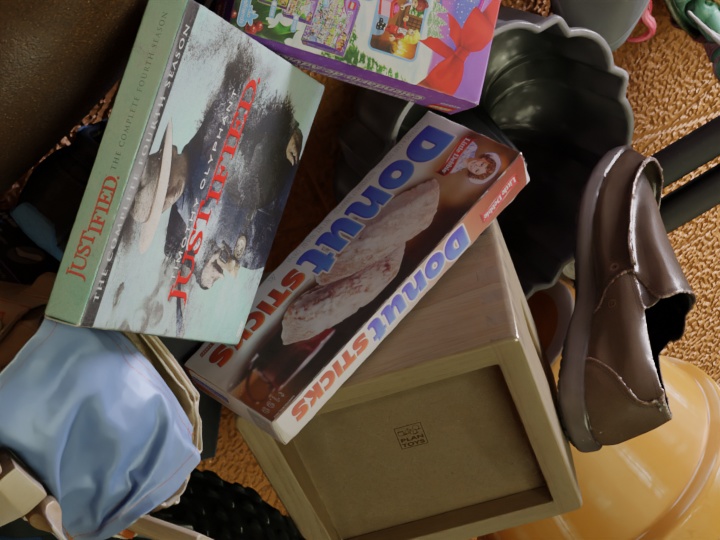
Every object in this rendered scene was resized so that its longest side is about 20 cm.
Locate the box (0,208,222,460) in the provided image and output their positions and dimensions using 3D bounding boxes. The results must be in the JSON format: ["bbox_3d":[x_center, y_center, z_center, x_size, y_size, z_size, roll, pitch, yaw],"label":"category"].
[{"bbox_3d":[-0.178,0.042,0.907,0.200,0.106,0.122,-10,122,-34],"label":"box"}]

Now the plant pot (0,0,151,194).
[{"bbox_3d":[-0.173,-0.127,0.773,0.187,0.187,0.200,8,125,-41],"label":"plant pot"}]

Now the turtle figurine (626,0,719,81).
[{"bbox_3d":[0.242,-0.181,1.098,0.200,0.101,0.150,16,89,-52],"label":"turtle figurine"}]

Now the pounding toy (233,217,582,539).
[{"bbox_3d":[0.017,0.075,1.002,0.184,0.142,0.200,-16,135,9],"label":"pounding toy"}]

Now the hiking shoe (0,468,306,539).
[{"bbox_3d":[-0.116,0.155,0.957,0.074,0.200,0.087,-52,160,-62],"label":"hiking shoe"}]

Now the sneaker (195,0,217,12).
[{"bbox_3d":[-0.004,-0.170,0.933,0.200,0.074,0.080,-39,136,-12],"label":"sneaker"}]

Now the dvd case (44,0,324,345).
[{"bbox_3d":[-0.074,-0.038,0.798,0.200,0.022,0.146,20,89,-73],"label":"dvd case"}]

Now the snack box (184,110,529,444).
[{"bbox_3d":[0.000,0.000,0.914,0.200,0.072,0.024,-47,139,-18],"label":"snack box"}]

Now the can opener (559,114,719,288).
[{"bbox_3d":[0.187,-0.048,1.123,0.200,0.053,0.066,-33,-175,36],"label":"can opener"}]

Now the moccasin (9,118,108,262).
[{"bbox_3d":[-0.098,-0.049,0.875,0.068,0.080,0.200,-53,176,21],"label":"moccasin"}]

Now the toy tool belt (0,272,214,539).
[{"bbox_3d":[-0.147,0.059,0.781,0.125,0.123,0.200,-49,132,-7],"label":"toy tool belt"}]

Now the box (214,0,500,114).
[{"bbox_3d":[0.012,-0.193,0.870,0.137,0.039,0.200,15,82,-20],"label":"box"}]

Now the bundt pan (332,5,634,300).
[{"bbox_3d":[0.066,-0.071,1.047,0.202,0.076,0.202,-20,128,-27],"label":"bundt pan"}]

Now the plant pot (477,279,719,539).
[{"bbox_3d":[0.136,0.108,1.151,0.200,0.200,0.183,-45,119,-6],"label":"plant pot"}]

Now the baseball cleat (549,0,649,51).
[{"bbox_3d":[0.146,-0.217,1.001,0.070,0.106,0.200,8,110,6],"label":"baseball cleat"}]

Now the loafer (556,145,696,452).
[{"bbox_3d":[0.165,0.016,1.019,0.073,0.071,0.200,54,40,-53],"label":"loafer"}]
